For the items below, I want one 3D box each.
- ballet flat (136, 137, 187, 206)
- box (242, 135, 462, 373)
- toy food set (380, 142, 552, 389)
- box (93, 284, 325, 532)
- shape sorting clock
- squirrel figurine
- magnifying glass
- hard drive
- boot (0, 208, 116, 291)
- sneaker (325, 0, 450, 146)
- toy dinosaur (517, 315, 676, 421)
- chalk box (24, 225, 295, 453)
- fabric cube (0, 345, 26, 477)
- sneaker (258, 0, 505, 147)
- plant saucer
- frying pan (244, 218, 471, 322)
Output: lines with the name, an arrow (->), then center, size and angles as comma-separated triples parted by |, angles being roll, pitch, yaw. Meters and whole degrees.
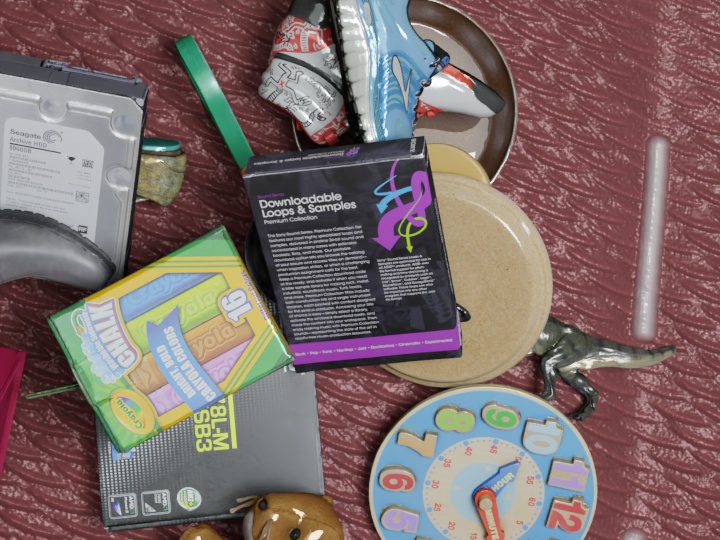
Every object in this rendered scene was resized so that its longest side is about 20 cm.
ballet flat -> -0.249, -0.090, 1.189 | 0.199, 0.071, 0.071 | 8, 90, -6
box -> -0.002, -0.009, 1.116 | 0.142, 0.036, 0.200 | -6, 127, 10
toy food set -> 0.065, 0.007, 1.195 | 0.200, 0.049, 0.198 | 43, 113, -3
box -> -0.133, 0.115, 1.208 | 0.192, 0.048, 0.201 | -4, 91, -4
shape sorting clock -> 0.107, 0.194, 1.216 | 0.199, 0.039, 0.201 | -1, 108, -2
squirrel figurine -> -0.069, 0.277, 1.170 | 0.200, 0.142, 0.187 | 41, 95, -22
magnifying glass -> -0.106, -0.110, 1.202 | 0.022, 0.080, 0.200 | -27, 103, -5
hard drive -> -0.252, -0.077, 1.143 | 0.139, 0.038, 0.200 | 11, 127, -6
boot -> -0.305, 0.013, 1.101 | 0.199, 0.070, 0.132 | 19, 63, -7
sneaker -> 0.033, -0.147, 1.110 | 0.090, 0.078, 0.201 | -12, 104, -6
toy dinosaur -> 0.183, 0.085, 1.241 | 0.199, 0.047, 0.088 | 14, 82, -9
chalk box -> -0.169, 0.065, 1.120 | 0.200, 0.125, 0.124 | -29, 91, -5
fabric cube -> -0.394, 0.163, 1.082 | 0.199, 0.196, 0.201 | 15, 114, -6
sneaker -> 0.014, -0.146, 1.182 | 0.201, 0.067, 0.108 | 24, 99, -11
plant saucer -> 0.037, -0.140, 1.229 | 0.200, 0.034, 0.201 | 0, 90, -7
frying pan -> -0.001, -0.016, 1.160 | 0.189, 0.031, 0.115 | 1, 115, 2
